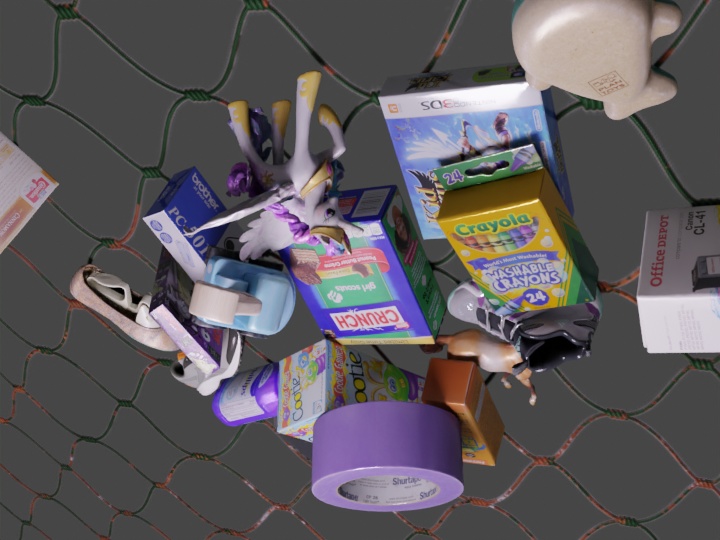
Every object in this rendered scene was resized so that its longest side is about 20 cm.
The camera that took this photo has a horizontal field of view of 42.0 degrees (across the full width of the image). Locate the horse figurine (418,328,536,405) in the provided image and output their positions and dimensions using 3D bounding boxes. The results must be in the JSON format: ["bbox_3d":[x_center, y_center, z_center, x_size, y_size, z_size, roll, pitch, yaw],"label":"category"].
[{"bbox_3d":[0.170,0.118,1.251,0.196,0.051,0.134,12,143,10],"label":"horse figurine"}]

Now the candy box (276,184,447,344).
[{"bbox_3d":[0.000,0.000,1.195,0.166,0.078,0.202,-4,130,31],"label":"candy box"}]

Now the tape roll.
[{"bbox_3d":[0.035,0.244,1.215,0.195,0.087,0.201,1,151,0],"label":"tape roll"}]

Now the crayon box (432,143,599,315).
[{"bbox_3d":[0.169,-0.037,1.035,0.124,0.052,0.201,-10,133,33],"label":"crayon box"}]

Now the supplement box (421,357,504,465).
[{"bbox_3d":[0.142,0.195,1.275,0.065,0.070,0.201,2,149,24],"label":"supplement box"}]

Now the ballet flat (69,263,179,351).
[{"bbox_3d":[-0.350,0.054,1.422,0.197,0.069,0.068,28,130,-5],"label":"ballet flat"}]

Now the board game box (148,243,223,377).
[{"bbox_3d":[-0.228,0.041,1.260,0.032,0.201,0.121,-28,118,10],"label":"board game box"}]

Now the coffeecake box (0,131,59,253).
[{"bbox_3d":[-0.538,-0.124,1.271,0.200,0.155,0.073,44,135,-19],"label":"coffeecake box"}]

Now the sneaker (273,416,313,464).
[{"bbox_3d":[-0.060,0.289,1.513,0.104,0.075,0.203,-4,121,34],"label":"sneaker"}]

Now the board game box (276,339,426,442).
[{"bbox_3d":[-0.008,0.185,1.304,0.198,0.107,0.102,24,144,-37],"label":"board game box"}]

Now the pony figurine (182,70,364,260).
[{"bbox_3d":[-0.093,-0.098,1.061,0.190,0.205,0.166,-15,169,24],"label":"pony figurine"}]

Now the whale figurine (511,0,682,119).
[{"bbox_3d":[0.225,-0.222,0.883,0.157,0.106,0.199,-21,145,36],"label":"whale figurine"}]

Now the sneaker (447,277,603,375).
[{"bbox_3d":[0.187,0.072,1.130,0.196,0.141,0.079,-3,131,26],"label":"sneaker"}]

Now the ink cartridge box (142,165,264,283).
[{"bbox_3d":[-0.196,-0.028,1.248,0.044,0.095,0.201,-14,124,34],"label":"ink cartridge box"}]

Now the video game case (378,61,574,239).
[{"bbox_3d":[0.131,-0.126,1.038,0.178,0.046,0.202,0,131,26],"label":"video game case"}]

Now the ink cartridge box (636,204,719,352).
[{"bbox_3d":[0.394,0.005,0.966,0.196,0.149,0.087,-2,131,25],"label":"ink cartridge box"}]

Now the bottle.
[{"bbox_3d":[-0.139,0.183,1.431,0.198,0.084,0.066,-18,122,38],"label":"bottle"}]

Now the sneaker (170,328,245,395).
[{"bbox_3d":[-0.228,0.127,1.415,0.078,0.075,0.200,21,140,-22],"label":"sneaker"}]

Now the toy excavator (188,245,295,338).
[{"bbox_3d":[-0.141,0.032,1.123,0.192,0.102,0.199,14,180,-36],"label":"toy excavator"}]
